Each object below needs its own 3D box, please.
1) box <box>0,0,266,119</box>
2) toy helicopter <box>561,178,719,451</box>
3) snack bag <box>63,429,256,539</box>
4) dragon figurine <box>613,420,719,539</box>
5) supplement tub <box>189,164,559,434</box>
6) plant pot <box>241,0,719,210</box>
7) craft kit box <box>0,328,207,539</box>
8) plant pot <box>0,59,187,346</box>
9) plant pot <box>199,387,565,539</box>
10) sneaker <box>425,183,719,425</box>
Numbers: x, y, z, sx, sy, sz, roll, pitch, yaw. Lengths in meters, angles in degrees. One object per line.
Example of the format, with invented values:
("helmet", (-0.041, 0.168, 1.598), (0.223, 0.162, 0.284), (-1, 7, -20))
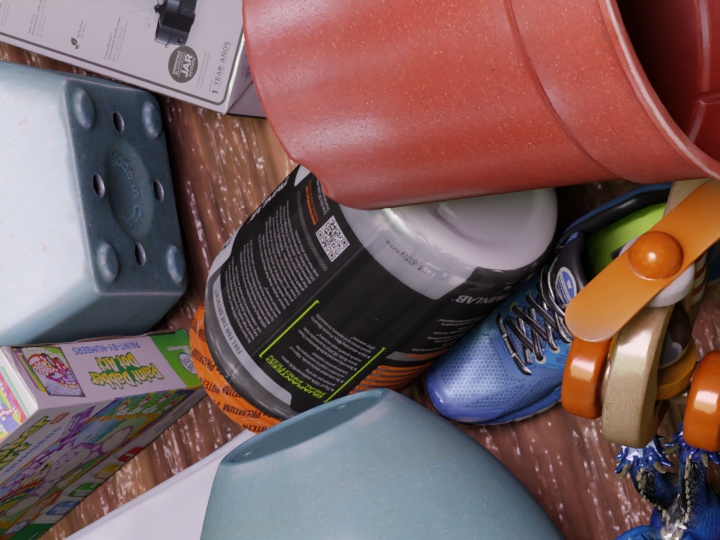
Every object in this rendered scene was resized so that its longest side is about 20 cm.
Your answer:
("box", (-0.131, -0.167, 1.346), (0.199, 0.060, 0.117), (18, 98, 23))
("toy helicopter", (0.145, -0.017, 1.103), (0.078, 0.132, 0.201), (15, 85, 19))
("snack bag", (-0.074, 0.200, 1.276), (0.188, 0.021, 0.201), (-28, 79, -21))
("dragon figurine", (0.153, 0.156, 1.193), (0.059, 0.099, 0.201), (8, 94, 25))
("supplement tub", (0.000, 0.000, 1.228), (0.200, 0.122, 0.123), (-43, 72, 43))
("plant pot", (0.067, -0.117, 1.048), (0.194, 0.200, 0.202), (-12, 85, 34))
("craft kit box", (-0.199, 0.109, 1.305), (0.200, 0.197, 0.049), (-41, 73, 20))
("plant pot", (-0.210, -0.027, 1.316), (0.199, 0.196, 0.197), (-12, 85, 21))
("plant pot", (-0.002, 0.138, 1.178), (0.199, 0.200, 0.135), (-21, 96, 24))
("sneaker", (0.107, 0.010, 1.220), (0.200, 0.089, 0.079), (-39, 74, 21))
